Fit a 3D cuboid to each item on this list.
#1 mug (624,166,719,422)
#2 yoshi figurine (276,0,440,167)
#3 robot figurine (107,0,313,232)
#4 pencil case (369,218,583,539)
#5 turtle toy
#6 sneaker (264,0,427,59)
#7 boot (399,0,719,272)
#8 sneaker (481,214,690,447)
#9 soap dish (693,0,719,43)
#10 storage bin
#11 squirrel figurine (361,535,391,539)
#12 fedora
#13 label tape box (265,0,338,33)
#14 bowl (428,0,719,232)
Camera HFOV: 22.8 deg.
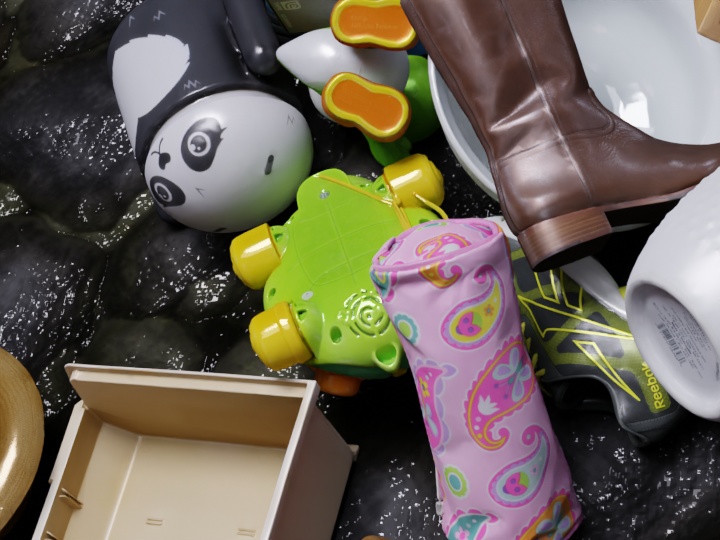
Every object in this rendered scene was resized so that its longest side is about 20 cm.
[{"bbox_3d":[0.251,0.024,0.977,0.175,0.200,0.148,-29,8,-18],"label":"mug"},{"bbox_3d":[0.020,-0.125,1.175,0.112,0.200,0.112,-34,93,-1],"label":"yoshi figurine"},{"bbox_3d":[-0.109,-0.120,1.251,0.125,0.150,0.200,-21,56,-1],"label":"robot figurine"},{"bbox_3d":[0.066,0.071,1.018,0.087,0.200,0.087,-15,17,5],"label":"pencil case"},{"bbox_3d":[0.000,0.000,1.130,0.146,0.101,0.200,-24,41,5],"label":"turtle toy"},{"bbox_3d":[-0.016,-0.208,1.308,0.200,0.073,0.082,15,64,20],"label":"sneaker"},{"bbox_3d":[0.139,-0.119,1.065,0.186,0.064,0.200,-19,75,-18],"label":"boot"},{"bbox_3d":[0.123,0.035,1.082,0.200,0.074,0.085,30,76,35],"label":"sneaker"},{"bbox_3d":[0.300,-0.214,1.071,0.200,0.157,0.081,-67,24,16],"label":"soap dish"},{"bbox_3d":[-0.124,0.170,1.100,0.198,0.094,0.200,3,62,26],"label":"storage bin"},{"bbox_3d":[0.002,0.248,0.934,0.141,0.200,0.187,28,87,25],"label":"squirrel figurine"},{"bbox_3d":[-0.288,0.141,1.200,0.200,0.082,0.201,-12,56,18],"label":"fedora"},{"bbox_3d":[0.036,-0.250,1.228,0.200,0.063,0.145,-5,69,14],"label":"label tape box"},{"bbox_3d":[0.130,-0.110,1.136,0.201,0.090,0.202,3,74,-11],"label":"bowl"}]
